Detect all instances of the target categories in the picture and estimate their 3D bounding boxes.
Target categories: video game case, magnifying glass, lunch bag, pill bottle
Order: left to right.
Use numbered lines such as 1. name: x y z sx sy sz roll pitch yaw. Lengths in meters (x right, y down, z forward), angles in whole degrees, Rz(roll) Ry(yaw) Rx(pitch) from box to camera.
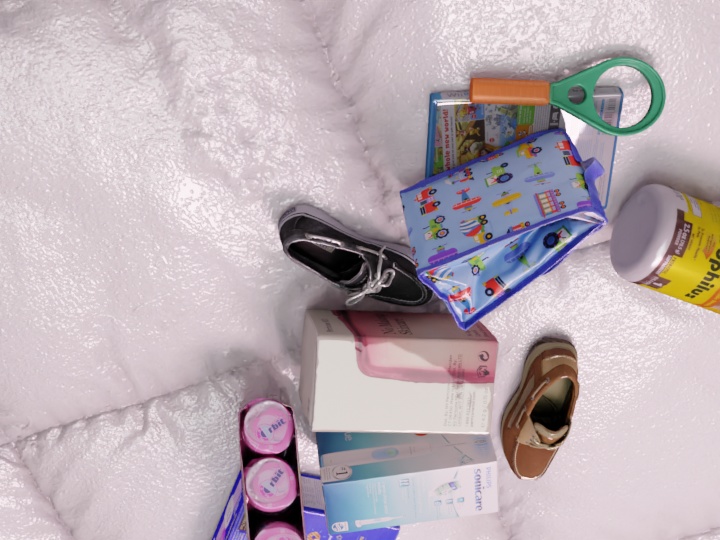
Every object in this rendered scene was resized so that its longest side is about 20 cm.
1. lunch bag: 0.151 -0.060 1.393 0.200 0.151 0.094 -31 124 15
2. video game case: 0.168 -0.123 1.455 0.199 0.018 0.143 -3 127 -6
3. magnifying glass: 0.209 -0.178 1.402 0.199 0.022 0.080 1 96 -8
4. pill bottle: 0.379 -0.014 1.504 0.199 0.109 0.109 18 121 -19

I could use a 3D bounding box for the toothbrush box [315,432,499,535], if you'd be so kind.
1. toothbrush box: 0.050 0.212 1.603 0.199 0.147 0.085 -6 127 -2

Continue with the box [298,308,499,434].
1. box: 0.039 0.109 1.521 0.199 0.128 0.109 3 101 -9

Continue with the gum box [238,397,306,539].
1. gum box: -0.100 0.244 1.572 0.066 0.114 0.201 -5 84 -5

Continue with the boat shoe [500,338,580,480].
1. boat shoe: 0.213 0.175 1.641 0.075 0.074 0.200 1 125 -8

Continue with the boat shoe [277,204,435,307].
1. boat shoe: 0.001 -0.002 1.489 0.199 0.068 0.074 32 117 -26

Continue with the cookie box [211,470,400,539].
1. cookie box: -0.074 0.338 1.720 0.199 0.075 0.171 14 121 -16
